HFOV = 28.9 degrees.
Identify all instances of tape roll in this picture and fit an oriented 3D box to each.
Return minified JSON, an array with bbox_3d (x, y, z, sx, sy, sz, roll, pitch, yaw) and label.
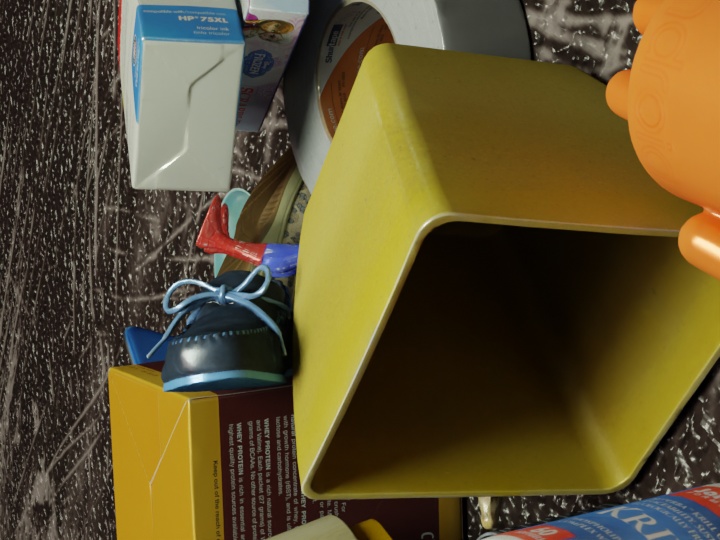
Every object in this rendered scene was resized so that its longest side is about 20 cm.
[{"bbox_3d":[0.024,-0.122,0.902,0.200,0.066,0.201,14,106,57],"label":"tape roll"}]

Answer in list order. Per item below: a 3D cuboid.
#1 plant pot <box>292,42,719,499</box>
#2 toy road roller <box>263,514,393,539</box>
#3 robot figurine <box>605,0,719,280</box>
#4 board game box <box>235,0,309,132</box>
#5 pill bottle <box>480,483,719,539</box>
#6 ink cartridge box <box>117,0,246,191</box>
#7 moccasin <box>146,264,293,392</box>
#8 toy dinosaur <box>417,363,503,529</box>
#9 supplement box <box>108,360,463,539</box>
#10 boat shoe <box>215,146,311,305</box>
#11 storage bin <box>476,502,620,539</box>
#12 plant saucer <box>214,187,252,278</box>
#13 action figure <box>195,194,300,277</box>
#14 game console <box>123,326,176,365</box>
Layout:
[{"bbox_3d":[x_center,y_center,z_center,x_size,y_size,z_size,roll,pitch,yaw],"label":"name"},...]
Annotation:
[{"bbox_3d":[0.067,-0.009,0.747,0.177,0.199,0.200,-110,32,-42],"label":"plant pot"},{"bbox_3d":[-0.009,0.256,0.800,0.200,0.123,0.146,48,145,43],"label":"toy road roller"},{"bbox_3d":[0.193,-0.066,0.586,0.200,0.144,0.117,32,160,52],"label":"robot figurine"},{"bbox_3d":[-0.071,-0.226,0.974,0.200,0.041,0.200,131,141,-70],"label":"board game box"},{"bbox_3d":[0.143,0.156,0.626,0.112,0.199,0.113,17,110,56],"label":"pill bottle"},{"bbox_3d":[-0.127,-0.157,0.949,0.200,0.067,0.116,-106,21,-48],"label":"ink cartridge box"},{"bbox_3d":[-0.077,0.032,0.801,0.200,0.080,0.068,21,-114,-89],"label":"moccasin"},{"bbox_3d":[0.050,0.075,0.848,0.058,0.101,0.200,-41,53,2],"label":"toy dinosaur"},{"bbox_3d":[-0.048,0.158,0.940,0.133,0.199,0.198,10,103,58],"label":"supplement box"},{"bbox_3d":[-0.050,-0.023,0.983,0.073,0.063,0.200,-36,25,46],"label":"boat shoe"},{"bbox_3d":[0.103,0.243,0.812,0.135,0.093,0.200,63,144,30],"label":"storage bin"},{"bbox_3d":[-0.074,0.033,1.103,0.200,0.027,0.201,171,90,-69],"label":"plant saucer"},{"bbox_3d":[0.000,0.000,0.876,0.065,0.199,0.052,96,-165,-81],"label":"action figure"},{"bbox_3d":[-0.145,0.166,1.183,0.171,0.118,0.200,-54,50,48],"label":"game console"}]
